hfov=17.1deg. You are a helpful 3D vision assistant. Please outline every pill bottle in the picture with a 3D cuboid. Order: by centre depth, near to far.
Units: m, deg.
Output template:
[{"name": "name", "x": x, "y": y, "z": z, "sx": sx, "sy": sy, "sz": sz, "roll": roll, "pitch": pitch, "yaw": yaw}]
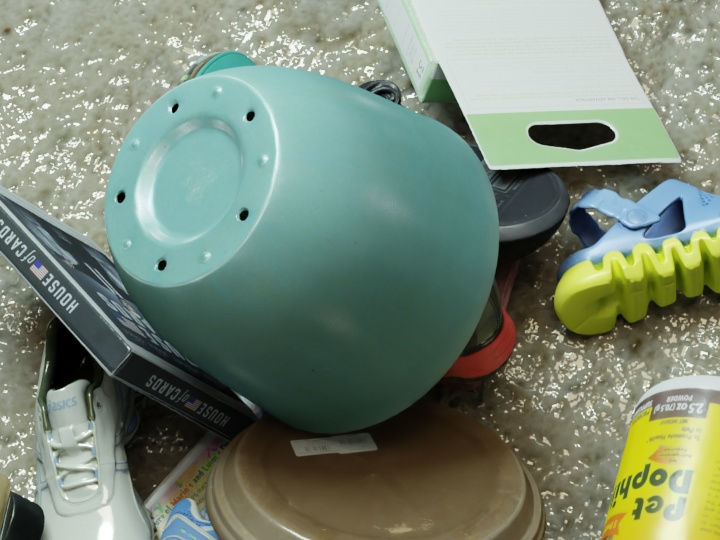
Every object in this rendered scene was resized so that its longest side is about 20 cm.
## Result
[{"name": "pill bottle", "x": 0.192, "y": 0.169, "z": 1.385, "sx": 0.109, "sy": 0.109, "sz": 0.200, "roll": 12, "pitch": 58, "yaw": 11}]

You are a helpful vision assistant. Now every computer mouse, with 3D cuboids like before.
[{"name": "computer mouse", "x": 0.046, "y": -0.049, "z": 1.545, "sx": 0.200, "sy": 0.053, "sz": 0.138, "roll": 22, "pitch": 46, "yaw": 31}]

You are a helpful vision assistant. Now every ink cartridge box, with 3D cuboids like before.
[{"name": "ink cartridge box", "x": 0.110, "y": -0.129, "z": 1.590, "sx": 0.146, "sy": 0.048, "sz": 0.200, "roll": -4, "pitch": 52, "yaw": -23}]

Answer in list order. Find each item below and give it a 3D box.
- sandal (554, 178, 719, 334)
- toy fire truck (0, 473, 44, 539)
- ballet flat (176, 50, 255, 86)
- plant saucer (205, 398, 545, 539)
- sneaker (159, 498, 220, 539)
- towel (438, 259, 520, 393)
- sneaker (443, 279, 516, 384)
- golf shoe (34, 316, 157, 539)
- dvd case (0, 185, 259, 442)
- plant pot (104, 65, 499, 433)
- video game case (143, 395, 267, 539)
[{"name": "sandal", "x": 0.213, "y": -0.027, "z": 1.533, "sx": 0.200, "sy": 0.079, "sz": 0.087, "roll": -11, "pitch": 54, "yaw": -6}, {"name": "toy fire truck", "x": -0.303, "y": 0.205, "z": 1.403, "sx": 0.129, "sy": 0.200, "sz": 0.176, "roll": 29, "pitch": 53, "yaw": -31}, {"name": "ballet flat", "x": -0.109, "y": -0.075, "z": 1.579, "sx": 0.069, "sy": 0.071, "sz": 0.200, "roll": 38, "pitch": 29, "yaw": -21}, {"name": "plant saucer", "x": 0.010, "y": 0.127, "z": 1.390, "sx": 0.200, "sy": 0.029, "sz": 0.200, "roll": 4, "pitch": 30, "yaw": -2}, {"name": "sneaker", "x": -0.027, "y": 0.171, "z": 1.387, "sx": 0.200, "sy": 0.076, "sz": 0.077, "roll": 2, "pitch": 63, "yaw": 5}, {"name": "towel", "x": -0.003, "y": 0.005, "z": 1.543, "sx": 0.200, "sy": 0.023, "sz": 0.144, "roll": 11, "pitch": 49, "yaw": 11}, {"name": "sneaker", "x": 0.000, "y": 0.000, "z": 1.469, "sx": 0.200, "sy": 0.098, "sz": 0.071, "roll": 17, "pitch": 53, "yaw": 18}, {"name": "golf shoe", "x": -0.172, "y": 0.115, "z": 1.432, "sx": 0.078, "sy": 0.097, "sz": 0.200, "roll": -15, "pitch": 49, "yaw": 5}, {"name": "dvd case", "x": -0.160, "y": 0.020, "z": 1.469, "sx": 0.025, "sy": 0.150, "sz": 0.200, "roll": -49, "pitch": 56, "yaw": 4}, {"name": "plant pot", "x": -0.048, "y": -0.026, "z": 1.358, "sx": 0.201, "sy": 0.161, "sz": 0.201, "roll": -16, "pitch": 62, "yaw": 33}, {"name": "video game case", "x": -0.030, "y": 0.157, "z": 1.457, "sx": 0.182, "sy": 0.024, "sz": 0.200, "roll": 32, "pitch": 65, "yaw": 22}]
